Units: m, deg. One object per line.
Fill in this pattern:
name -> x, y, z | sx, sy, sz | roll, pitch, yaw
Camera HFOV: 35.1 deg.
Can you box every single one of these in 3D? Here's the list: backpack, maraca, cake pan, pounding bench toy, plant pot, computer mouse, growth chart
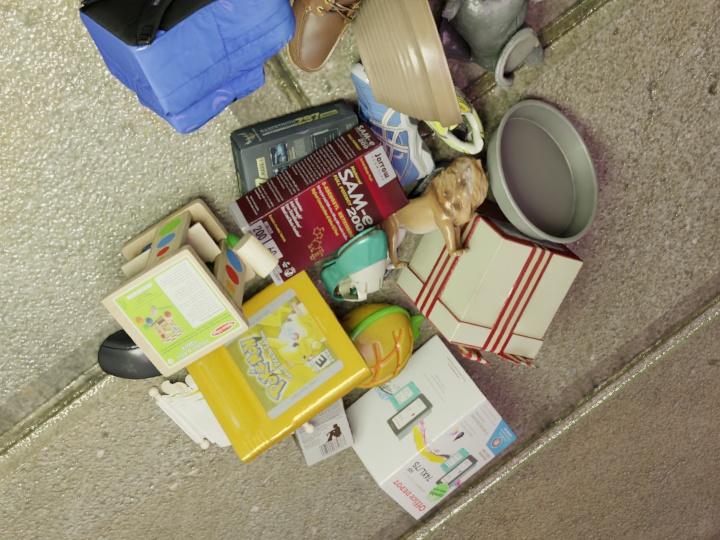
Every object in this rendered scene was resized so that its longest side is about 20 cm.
backpack -> -0.173, -0.264, 1.232 | 0.200, 0.162, 0.169 | -39, 141, -16
maraca -> 0.026, 0.107, 1.621 | 0.138, 0.107, 0.199 | -52, 155, 16
cake pan -> 0.244, -0.131, 1.544 | 0.199, 0.203, 0.037 | 16, 157, -35
pounding bench toy -> -0.182, -0.004, 1.367 | 0.199, 0.156, 0.125 | -30, 115, 15
plant pot -> 0.047, -0.253, 1.313 | 0.092, 0.202, 0.202 | -18, 130, 6
computer mouse -> -0.243, 0.078, 1.490 | 0.198, 0.046, 0.142 | -10, 125, -22
growth chart -> -0.178, 0.185, 1.536 | 0.198, 0.018, 0.145 | -14, 125, 26
computer mouse -> 0.073, -0.069, 1.571 | 0.058, 0.034, 0.200 | 36, 109, -8

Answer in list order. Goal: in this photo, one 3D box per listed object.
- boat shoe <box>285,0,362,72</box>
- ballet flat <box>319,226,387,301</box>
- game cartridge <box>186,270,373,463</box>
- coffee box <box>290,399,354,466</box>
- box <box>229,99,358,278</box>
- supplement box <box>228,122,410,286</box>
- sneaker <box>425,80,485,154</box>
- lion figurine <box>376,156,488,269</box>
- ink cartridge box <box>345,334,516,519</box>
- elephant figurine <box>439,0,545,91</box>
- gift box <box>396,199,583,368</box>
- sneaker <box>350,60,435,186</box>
boat shoe -> -0.033, -0.321, 1.322 | 0.071, 0.068, 0.202 | 7, 117, -31
ballet flat -> 0.000, 0.000, 1.461 | 0.067, 0.200, 0.071 | -23, 85, -19
game cartridge -> -0.111, 0.117, 1.455 | 0.199, 0.177, 0.032 | -35, 160, -2
coffee box -> -0.082, 0.156, 1.585 | 0.079, 0.113, 0.201 | -24, 128, -11
box -> -0.074, -0.102, 1.457 | 0.156, 0.051, 0.202 | -20, 129, -16
supplement box -> -0.049, -0.081, 1.410 | 0.199, 0.061, 0.109 | -32, 131, -3
sneaker -> 0.099, -0.224, 1.452 | 0.075, 0.077, 0.200 | -46, 128, 9
lion figurine -> 0.080, -0.072, 1.510 | 0.198, 0.072, 0.124 | -13, 91, 23
ink cartridge box -> 0.098, 0.236, 1.703 | 0.200, 0.146, 0.147 | -39, 139, 2
elephant figurine -> 0.169, -0.292, 1.411 | 0.153, 0.142, 0.201 | -10, 137, -1
gift box -> 0.188, 0.022, 1.595 | 0.198, 0.185, 0.188 | 17, 110, -30
sneaker -> 0.030, -0.177, 1.446 | 0.077, 0.076, 0.201 | -35, 131, -5
